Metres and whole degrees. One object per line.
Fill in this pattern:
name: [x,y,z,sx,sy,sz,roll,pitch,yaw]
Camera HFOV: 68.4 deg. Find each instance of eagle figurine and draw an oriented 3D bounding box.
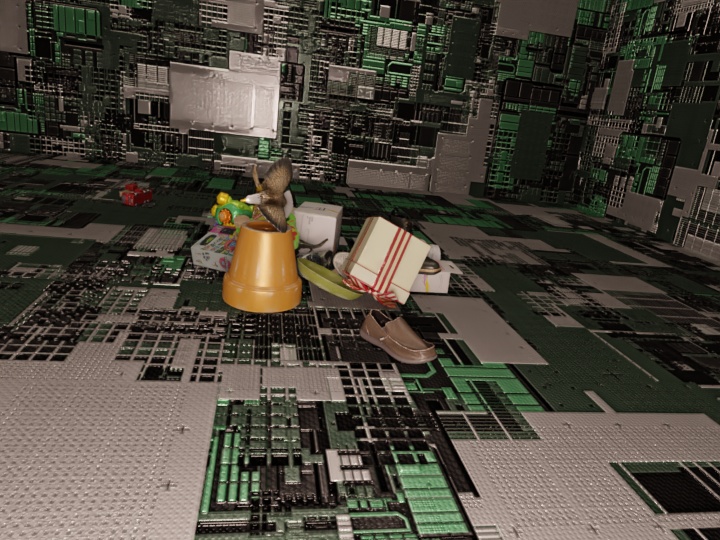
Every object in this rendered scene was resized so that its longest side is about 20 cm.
eagle figurine: [-0.212,-0.174,1.268,0.151,0.153,0.199,-44,23,-22]

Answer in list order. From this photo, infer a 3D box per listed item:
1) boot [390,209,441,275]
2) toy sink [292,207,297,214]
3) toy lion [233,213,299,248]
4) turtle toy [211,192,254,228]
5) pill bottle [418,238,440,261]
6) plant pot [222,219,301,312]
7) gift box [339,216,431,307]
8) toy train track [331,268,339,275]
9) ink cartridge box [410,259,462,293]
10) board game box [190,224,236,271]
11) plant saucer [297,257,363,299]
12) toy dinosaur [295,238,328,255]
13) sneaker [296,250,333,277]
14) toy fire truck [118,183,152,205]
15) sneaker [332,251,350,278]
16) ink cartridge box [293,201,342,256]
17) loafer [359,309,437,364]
boot: [0.147,-0.079,1.504,0.198,0.141,0.077,22,25,32]
toy sink: [-0.273,-0.129,1.741,0.109,0.133,0.200,7,18,1]
toy lion: [-0.251,-0.116,1.515,0.189,0.070,0.200,22,38,18]
turtle toy: [-0.403,-0.148,1.666,0.143,0.200,0.103,19,57,-21]
pill bottle: [0.145,-0.045,1.668,0.195,0.115,0.113,4,17,-10]
plant pot: [-0.238,-0.020,1.311,0.196,0.187,0.201,6,17,-2]
gift box: [0.053,-0.022,1.358,0.182,0.189,0.200,27,1,-7]
toy train track: [-0.046,0.000,1.598,0.113,0.033,0.199,23,28,23]
ink cartridge box: [0.191,0.015,1.572,0.195,0.069,0.117,3,19,-11]
board game box: [-0.363,-0.059,1.534,0.196,0.065,0.148,12,35,16]
plant saucer: [-0.084,0.027,1.390,0.197,0.031,0.200,28,5,-2]
toy dinosaur: [-0.183,-0.073,1.589,0.195,0.048,0.088,2,-19,11]
sneaker: [-0.153,-0.014,1.549,0.085,0.079,0.199,0,7,21]
toy fire truck: [-0.944,-0.314,2.193,0.138,0.050,0.200,9,18,7]
sneaker: [0.000,0.000,1.510,0.197,0.076,0.106,26,4,-20]
ink cartridge box: [-0.144,-0.135,1.779,0.141,0.150,0.200,8,17,3]
loafer: [0.077,0.137,1.130,0.198,0.073,0.072,20,21,36]
